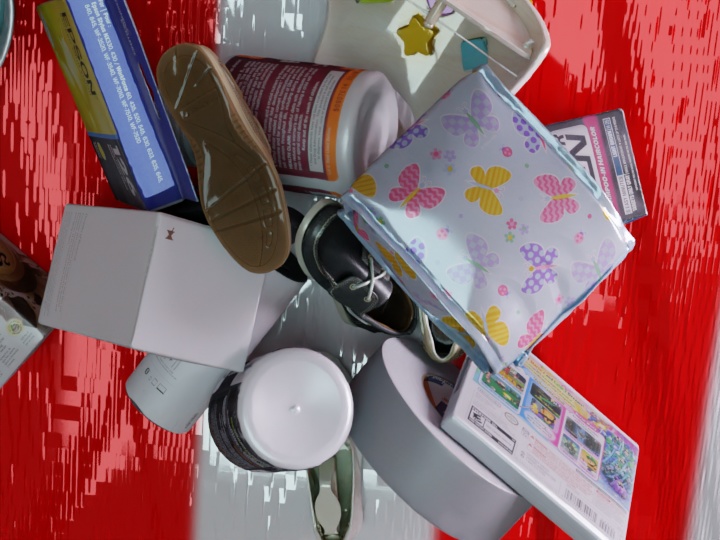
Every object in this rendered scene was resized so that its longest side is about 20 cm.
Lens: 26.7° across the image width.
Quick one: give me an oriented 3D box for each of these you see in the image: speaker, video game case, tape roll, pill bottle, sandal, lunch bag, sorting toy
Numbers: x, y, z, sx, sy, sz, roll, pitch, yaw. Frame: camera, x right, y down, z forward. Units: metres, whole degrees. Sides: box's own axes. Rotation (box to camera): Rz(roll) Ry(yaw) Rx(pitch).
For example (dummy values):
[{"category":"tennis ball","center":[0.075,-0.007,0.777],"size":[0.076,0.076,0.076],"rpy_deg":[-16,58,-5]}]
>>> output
[{"category":"speaker","center":[-0.137,0.057,1.447],"size":[0.081,0.081,0.201],"rpy_deg":[37,106,-5]},{"category":"video game case","center":[0.169,0.153,1.389],"size":[0.200,0.182,0.024],"rpy_deg":[40,119,-6]},{"category":"tape roll","center":[0.075,0.155,1.389],"size":[0.200,0.200,0.066],"rpy_deg":[40,106,-6]},{"category":"pill bottle","center":[-0.080,0.130,1.380],"size":[0.105,0.200,0.108],"rpy_deg":[2,82,-16]},{"category":"pill bottle","center":[-0.076,-0.131,1.351],"size":[0.198,0.114,0.116],"rpy_deg":[10,108,22]},{"category":"sandal","center":[-0.125,-0.059,1.374],"size":[0.076,0.199,0.043],"rpy_deg":[32,74,-41]},{"category":"lunch bag","center":[0.103,-0.035,1.255],"size":[0.170,0.127,0.200],"rpy_deg":[-44,86,-6]},{"category":"sorting toy","center":[0.044,-0.198,1.351],"size":[0.199,0.107,0.181],"rpy_deg":[34,119,-3]}]

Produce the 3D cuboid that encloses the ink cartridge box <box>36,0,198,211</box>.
[{"category":"ink cartridge box","center":[-0.217,-0.151,1.339],"size":[0.047,0.200,0.200],"rpy_deg":[-23,103,-15]}]

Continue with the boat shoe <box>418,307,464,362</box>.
[{"category":"boat shoe","center":[0.093,-0.012,1.409],"size":[0.074,0.068,0.202],"rpy_deg":[5,106,4]}]

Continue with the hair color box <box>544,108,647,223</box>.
[{"category":"hair color box","center":[0.145,-0.071,1.353],"size":[0.198,0.061,0.101],"rpy_deg":[-14,87,-6]}]

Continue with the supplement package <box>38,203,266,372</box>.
[{"category":"supplement package","center":[-0.186,0.013,1.352],"size":[0.116,0.199,0.119],"rpy_deg":[16,85,-34]}]

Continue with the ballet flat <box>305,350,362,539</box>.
[{"category":"ballet flat","center":[-0.030,0.181,1.478],"size":[0.069,0.069,0.202],"rpy_deg":[-4,105,7]}]

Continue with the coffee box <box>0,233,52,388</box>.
[{"category":"coffee box","center":[-0.380,0.005,1.441],"size":[0.200,0.113,0.080],"rpy_deg":[41,106,-7]}]

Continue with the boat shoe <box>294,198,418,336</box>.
[{"category":"boat shoe","center":[0.000,0.000,1.365],"size":[0.067,0.200,0.072],"rpy_deg":[28,75,31]}]

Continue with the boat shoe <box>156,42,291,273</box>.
[{"category":"boat shoe","center":[-0.104,-0.097,1.273],"size":[0.071,0.064,0.202],"rpy_deg":[-19,94,17]}]

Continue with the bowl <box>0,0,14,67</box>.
[{"category":"bowl","center":[-0.394,-0.245,1.376],"size":[0.198,0.105,0.203],"rpy_deg":[2,106,6]}]
